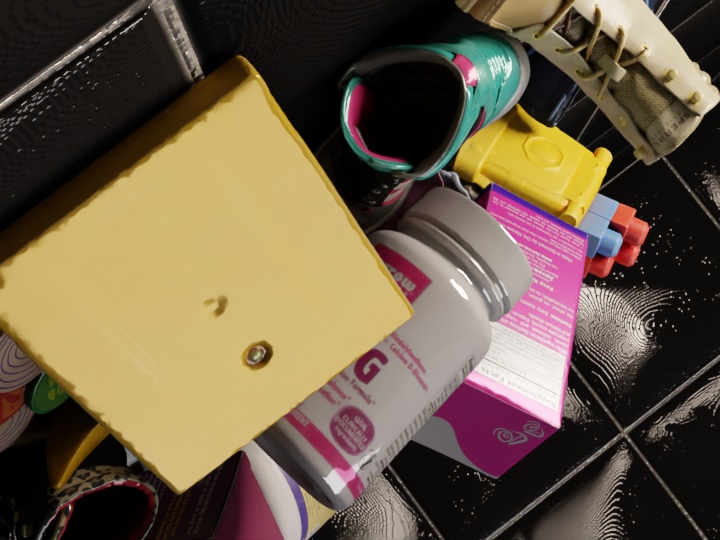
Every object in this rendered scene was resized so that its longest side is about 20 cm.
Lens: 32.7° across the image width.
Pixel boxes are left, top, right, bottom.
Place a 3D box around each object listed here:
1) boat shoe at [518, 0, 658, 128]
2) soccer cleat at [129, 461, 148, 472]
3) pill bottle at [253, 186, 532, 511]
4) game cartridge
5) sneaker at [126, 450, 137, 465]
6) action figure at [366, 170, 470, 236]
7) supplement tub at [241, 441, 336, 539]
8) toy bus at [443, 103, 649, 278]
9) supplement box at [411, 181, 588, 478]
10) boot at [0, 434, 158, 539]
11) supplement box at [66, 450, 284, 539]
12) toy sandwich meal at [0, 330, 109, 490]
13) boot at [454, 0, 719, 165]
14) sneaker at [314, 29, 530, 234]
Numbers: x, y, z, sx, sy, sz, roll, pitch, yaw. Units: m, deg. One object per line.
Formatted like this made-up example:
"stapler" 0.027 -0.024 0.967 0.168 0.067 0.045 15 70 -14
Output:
"boat shoe" 0.211 -0.199 1.021 0.084 0.069 0.200 -29 168 -50
"soccer cleat" -0.146 0.180 1.084 0.199 0.070 0.086 -23 157 -1
"pill bottle" 0.014 0.047 0.803 0.200 0.113 0.113 -46 175 -15
"game cartridge" -0.082 0.011 0.649 0.176 0.032 0.200 -37 132 -3
"sneaker" -0.232 0.133 1.014 0.199 0.074 0.116 -28 153 6
"action figure" 0.000 0.000 0.932 0.199 0.149 0.134 -35 179 9
"supplement tub" -0.053 0.131 1.011 0.200 0.146 0.145 -38 175 -40
"toy bus" 0.157 -0.036 1.126 0.136 0.191 0.201 -56 169 -40
"supplement box" 0.107 0.047 0.990 0.101 0.103 0.201 -51 -164 50
"boot" -0.237 0.163 0.806 0.202 0.074 0.154 -23 -162 -20
"supplement box" -0.158 0.226 0.877 0.198 0.132 0.103 -15 -156 16
"toy sandwich meal" -0.148 0.054 0.724 0.204 0.070 0.206 -34 158 -16
"boot" 0.147 -0.137 0.761 0.073 0.156 0.200 -41 172 26
"sneaker" 0.010 -0.076 0.772 0.200 0.084 0.121 -41 171 26
